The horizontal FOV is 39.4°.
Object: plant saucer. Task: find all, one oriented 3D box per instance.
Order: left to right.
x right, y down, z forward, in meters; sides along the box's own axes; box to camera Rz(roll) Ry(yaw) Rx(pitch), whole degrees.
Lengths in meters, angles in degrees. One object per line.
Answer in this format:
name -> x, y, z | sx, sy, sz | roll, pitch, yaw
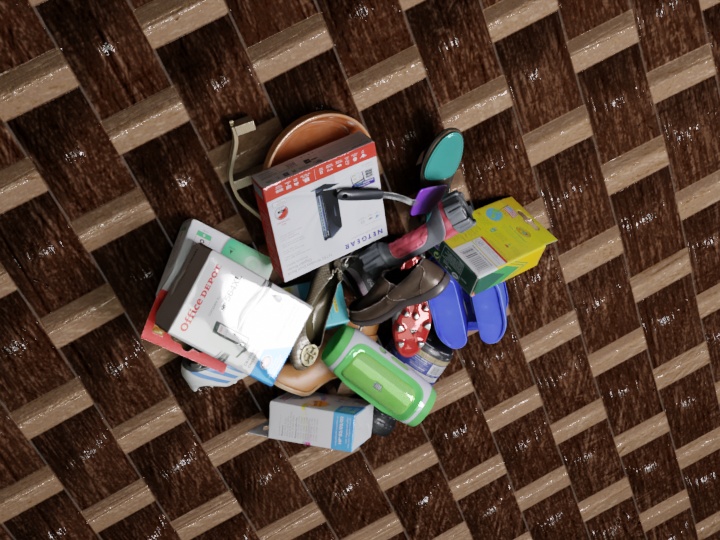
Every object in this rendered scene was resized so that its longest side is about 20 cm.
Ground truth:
plant saucer -> -0.069, -0.161, 1.611 | 0.198, 0.032, 0.202 | -17, 127, -24

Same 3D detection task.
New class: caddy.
caddy -> 0.190, 0.042, 1.789 | 0.139, 0.106, 0.202 | -9, 126, 10

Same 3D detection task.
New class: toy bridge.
toy bridge -> -0.176, -0.149, 1.600 | 0.066, 0.027, 0.202 | -21, 123, -7

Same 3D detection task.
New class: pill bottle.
pill bottle -> 0.072, 0.197, 1.824 | 0.111, 0.112, 0.201 | 26, 106, -29

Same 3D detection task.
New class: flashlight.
flashlight -> 0.089, -0.056, 1.640 | 0.198, 0.068, 0.068 | -28, 81, 18

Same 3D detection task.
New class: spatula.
spatula -> 0.050, -0.116, 1.609 | 0.198, 0.021, 0.057 | 2, 129, -26

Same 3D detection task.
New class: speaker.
speaker -> 0.032, 0.180, 1.717 | 0.199, 0.089, 0.089 | 37, 102, -10

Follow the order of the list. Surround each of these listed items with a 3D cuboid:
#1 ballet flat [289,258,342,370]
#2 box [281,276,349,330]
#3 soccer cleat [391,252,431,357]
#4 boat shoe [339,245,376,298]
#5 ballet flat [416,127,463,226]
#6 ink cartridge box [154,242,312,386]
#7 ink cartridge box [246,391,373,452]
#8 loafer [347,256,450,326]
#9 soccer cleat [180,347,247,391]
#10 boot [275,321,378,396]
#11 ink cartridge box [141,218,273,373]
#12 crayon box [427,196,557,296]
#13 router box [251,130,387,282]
ballet flat -> -0.069, 0.068, 1.651 | 0.067, 0.046, 0.202 | 43, 58, -52
box -> -0.124, 0.071, 1.701 | 0.197, 0.049, 0.083 | -12, 80, -14
soccer cleat -> 0.083, 0.047, 1.740 | 0.068, 0.085, 0.203 | -4, 100, -11
boat shoe -> 0.000, 0.000, 1.725 | 0.067, 0.057, 0.201 | -34, 123, 1
ballet flat -> 0.121, -0.159, 1.672 | 0.067, 0.069, 0.202 | -5, 127, -21
ink cartridge box -> -0.198, 0.069, 1.571 | 0.199, 0.084, 0.147 | 30, 86, -28
ink cartridge box -> -0.088, 0.258, 1.764 | 0.197, 0.115, 0.069 | 6, 96, 17
loafer -> 0.053, 0.027, 1.647 | 0.199, 0.073, 0.071 | -26, 108, 30
soccer cleat -> -0.211, 0.156, 1.736 | 0.197, 0.070, 0.087 | -11, 136, -11
boot -> -0.065, 0.138, 1.771 | 0.198, 0.074, 0.156 | 5, 115, -33
ink cartridge box -> -0.242, 0.042, 1.606 | 0.160, 0.050, 0.202 | 27, 69, -28
crayon box -> 0.224, -0.045, 1.712 | 0.198, 0.127, 0.051 | -22, 147, -33
router box -> -0.060, -0.102, 1.599 | 0.198, 0.049, 0.181 | -25, 129, -19
